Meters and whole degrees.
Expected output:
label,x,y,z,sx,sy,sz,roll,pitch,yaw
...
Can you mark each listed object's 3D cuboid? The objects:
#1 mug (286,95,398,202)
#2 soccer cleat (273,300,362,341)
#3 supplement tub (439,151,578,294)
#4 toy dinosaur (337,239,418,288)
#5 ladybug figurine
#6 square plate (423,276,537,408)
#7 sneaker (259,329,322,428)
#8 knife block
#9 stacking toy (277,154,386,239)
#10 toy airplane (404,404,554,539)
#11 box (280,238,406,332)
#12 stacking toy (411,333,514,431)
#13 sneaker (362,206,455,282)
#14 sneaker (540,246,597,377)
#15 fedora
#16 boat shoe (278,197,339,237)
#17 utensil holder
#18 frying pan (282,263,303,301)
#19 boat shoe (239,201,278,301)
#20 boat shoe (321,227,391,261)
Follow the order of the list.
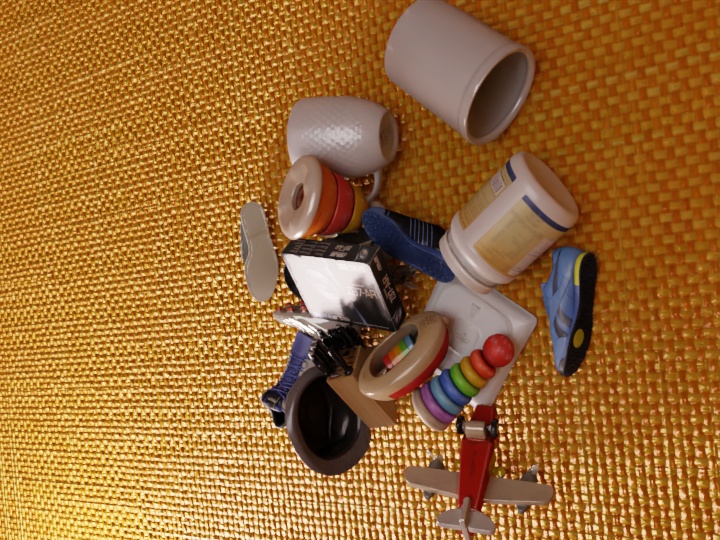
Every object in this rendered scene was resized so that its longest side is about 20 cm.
label,x,y,z,sx,sy,sz,roll,pitch,yaw
mug,-0.021,-0.217,1.500,0.171,0.148,0.205,3,115,27
soccer cleat,-0.086,0.104,1.593,0.195,0.069,0.080,2,105,28
supplement tub,0.234,-0.072,1.318,0.200,0.143,0.146,-45,69,28
toy dinosaur,0.000,0.000,1.484,0.196,0.077,0.104,1,122,30
ladybug figurine,0.083,0.154,1.423,0.199,0.072,0.137,-41,26,17
square plate,0.183,0.115,1.434,0.199,0.028,0.202,36,112,28
sneaker,-0.132,0.226,1.606,0.079,0.114,0.205,19,103,31
knife block,-0.018,0.197,1.489,0.063,0.174,0.206,-15,84,34
stacking toy,-0.037,-0.110,1.462,0.145,0.196,0.150,-29,54,51
toy airplane,0.196,0.355,1.370,0.198,0.141,0.201,-39,58,0
box,-0.029,0.024,1.451,0.196,0.044,0.162,8,136,35
stacking toy,0.178,0.178,1.382,0.200,0.085,0.086,-46,68,21
sneaker,0.097,-0.056,1.432,0.198,0.078,0.071,35,134,11
sneaker,0.327,0.064,1.315,0.077,0.065,0.206,10,98,45
fedora,-0.076,0.280,1.555,0.090,0.176,0.203,-7,115,57
boat shoe,-0.087,-0.112,1.595,0.198,0.067,0.073,17,132,45
utensil holder,0.158,-0.330,1.346,0.199,0.168,0.173,40,113,28
frying pan,-0.073,0.003,1.576,0.188,0.031,0.116,-25,109,39
boat shoe,-0.213,-0.040,1.695,0.062,0.071,0.206,-164,66,-76
boat shoe,-0.007,-0.045,1.550,0.196,0.057,0.068,-4,126,38
